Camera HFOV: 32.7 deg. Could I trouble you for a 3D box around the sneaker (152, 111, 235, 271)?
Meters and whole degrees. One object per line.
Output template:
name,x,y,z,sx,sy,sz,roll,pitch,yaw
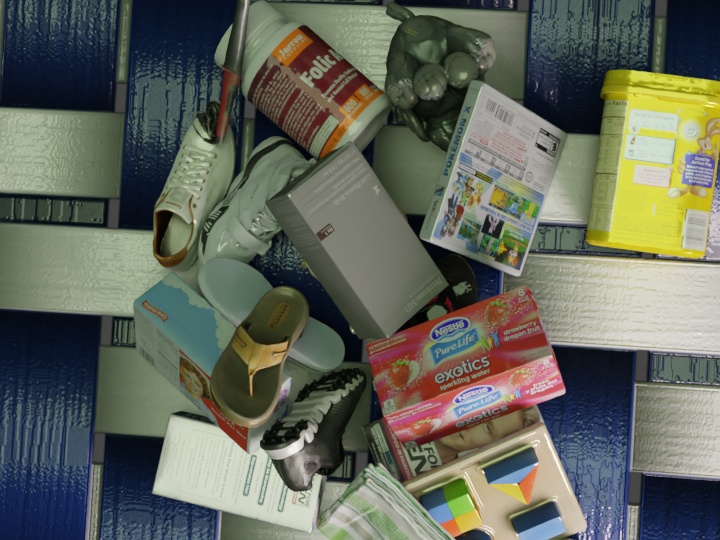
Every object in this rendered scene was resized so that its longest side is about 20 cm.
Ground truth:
sneaker,-0.203,-0.098,1.487,0.072,0.085,0.202,14,89,7

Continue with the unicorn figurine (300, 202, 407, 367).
unicorn figurine,0.000,0.000,1.467,0.137,0.074,0.201,26,85,-5

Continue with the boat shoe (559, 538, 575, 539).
boat shoe,0.237,0.420,1.443,0.073,0.060,0.202,13,91,0

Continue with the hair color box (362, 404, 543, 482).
hair color box,0.113,0.193,1.441,0.199,0.061,0.101,-25,68,4

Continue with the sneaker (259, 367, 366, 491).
sneaker,-0.045,0.188,1.429,0.066,0.200,0.091,-7,110,31

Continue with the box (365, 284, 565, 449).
box,0.117,0.110,1.375,0.199,0.096,0.100,-20,54,7

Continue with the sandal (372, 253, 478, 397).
sandal,0.080,0.074,1.474,0.075,0.045,0.201,29,92,6

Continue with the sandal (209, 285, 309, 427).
sandal,-0.108,0.084,1.360,0.080,0.054,0.201,22,50,4

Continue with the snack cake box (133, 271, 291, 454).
snack cake box,-0.175,0.109,1.436,0.200,0.115,0.067,40,59,18

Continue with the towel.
towel,0.029,0.310,1.410,0.149,0.200,0.031,45,55,7

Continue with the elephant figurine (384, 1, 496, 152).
elephant figurine,0.101,-0.193,1.448,0.140,0.200,0.156,6,60,23

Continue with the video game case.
video game case,0.156,-0.100,1.406,0.022,0.199,0.184,19,90,38

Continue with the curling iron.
curling iron,-0.157,-0.232,1.423,0.049,0.026,0.201,33,127,18

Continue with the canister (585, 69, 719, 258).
canister,0.345,-0.123,1.434,0.147,0.087,0.202,8,91,6

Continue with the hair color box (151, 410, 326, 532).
hair color box,-0.141,0.242,1.484,0.198,0.061,0.101,13,89,6

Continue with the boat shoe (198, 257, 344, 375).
boat shoe,-0.118,0.062,1.472,0.201,0.086,0.075,33,57,-15

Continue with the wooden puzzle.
wooden puzzle,0.155,0.280,1.404,0.184,0.046,0.201,-24,126,4

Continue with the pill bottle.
pill bottle,-0.069,-0.221,1.461,0.200,0.114,0.114,40,93,4

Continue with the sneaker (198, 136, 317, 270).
sneaker,-0.117,-0.060,1.455,0.075,0.115,0.201,30,88,-35

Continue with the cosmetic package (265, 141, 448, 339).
cosmetic package,-0.004,-0.030,1.385,0.107,0.090,0.200,-41,100,-21
